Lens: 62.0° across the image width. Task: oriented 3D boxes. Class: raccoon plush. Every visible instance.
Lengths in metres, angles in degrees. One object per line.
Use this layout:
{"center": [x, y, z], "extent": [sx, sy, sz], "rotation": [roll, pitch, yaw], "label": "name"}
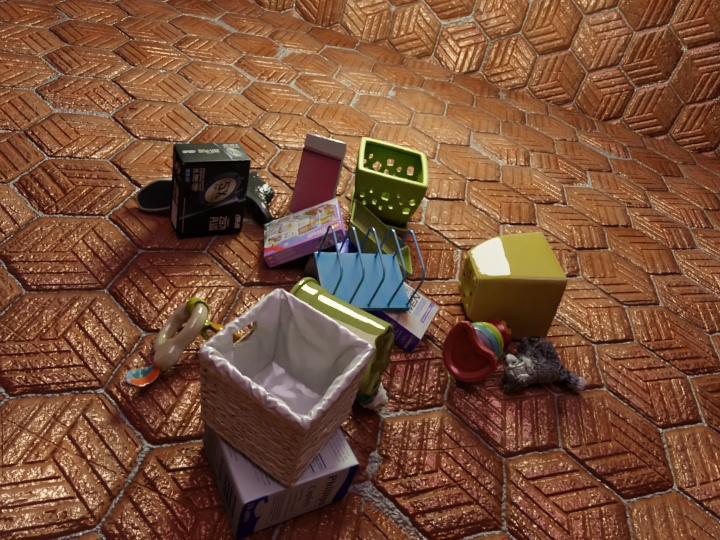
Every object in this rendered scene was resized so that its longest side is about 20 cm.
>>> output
{"center": [0.396, 0.231, 1.290], "extent": [0.196, 0.098, 0.135], "rotation": [24, 44, 9], "label": "raccoon plush"}

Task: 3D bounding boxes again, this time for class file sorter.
{"center": [0.019, -0.007, 1.244], "extent": [0.195, 0.124, 0.141], "rotation": [1, 54, -23], "label": "file sorter"}

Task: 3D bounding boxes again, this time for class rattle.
{"center": [-0.326, 0.164, 1.116], "extent": [0.127, 0.144, 0.203], "rotation": [-5, 46, 25], "label": "rattle"}

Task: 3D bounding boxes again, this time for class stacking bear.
{"center": [0.268, 0.160, 1.309], "extent": [0.122, 0.114, 0.198], "rotation": [52, 34, 15], "label": "stacking bear"}

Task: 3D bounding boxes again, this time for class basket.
{"center": [-0.117, 0.170, 0.904], "extent": [0.197, 0.163, 0.198], "rotation": [30, 38, 16], "label": "basket"}

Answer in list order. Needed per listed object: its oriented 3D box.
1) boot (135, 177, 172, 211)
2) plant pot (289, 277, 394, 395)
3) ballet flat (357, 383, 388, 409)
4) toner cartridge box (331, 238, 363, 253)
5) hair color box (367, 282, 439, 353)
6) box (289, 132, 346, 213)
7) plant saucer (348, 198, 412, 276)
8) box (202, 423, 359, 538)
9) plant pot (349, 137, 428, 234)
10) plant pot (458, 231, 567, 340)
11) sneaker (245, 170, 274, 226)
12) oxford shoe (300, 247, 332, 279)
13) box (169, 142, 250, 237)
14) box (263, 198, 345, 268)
{"center": [-0.461, -0.201, 1.511], "extent": [0.196, 0.074, 0.144], "rotation": [-23, 8, -10], "label": "boot"}
{"center": [-0.041, 0.136, 1.097], "extent": [0.180, 0.205, 0.201], "rotation": [16, 34, 19], "label": "plant pot"}
{"center": [-0.001, 0.196, 1.196], "extent": [0.070, 0.073, 0.202], "rotation": [-3, 43, -26], "label": "ballet flat"}
{"center": [0.000, 0.000, 1.455], "extent": [0.093, 0.044, 0.202], "rotation": [-1, 40, -25], "label": "toner cartridge box"}
{"center": [0.065, 0.074, 1.325], "extent": [0.198, 0.065, 0.110], "rotation": [35, 48, 6], "label": "hair color box"}
{"center": [-0.109, -0.236, 1.554], "extent": [0.106, 0.205, 0.128], "rotation": [13, 2, -3], "label": "box"}
{"center": [0.040, -0.071, 1.490], "extent": [0.199, 0.048, 0.201], "rotation": [40, 18, -12], "label": "plant saucer"}
{"center": [-0.133, 0.293, 0.965], "extent": [0.196, 0.107, 0.185], "rotation": [-8, 44, -30], "label": "box"}
{"center": [0.069, -0.224, 1.658], "extent": [0.194, 0.185, 0.202], "rotation": [14, 35, -6], "label": "plant pot"}
{"center": [0.347, 0.036, 1.439], "extent": [0.194, 0.199, 0.196], "rotation": [3, 37, -8], "label": "plant pot"}
{"center": [-0.263, -0.192, 1.578], "extent": [0.103, 0.061, 0.199], "rotation": [-23, 49, -36], "label": "sneaker"}
{"center": [-0.108, -0.056, 1.460], "extent": [0.082, 0.074, 0.202], "rotation": [7, 36, -6], "label": "oxford shoe"}
{"center": [-0.357, -0.189, 1.413], "extent": [0.160, 0.203, 0.086], "rotation": [-8, 41, -32], "label": "box"}
{"center": [-0.135, -0.091, 1.435], "extent": [0.195, 0.040, 0.138], "rotation": [-19, 38, 6], "label": "box"}
